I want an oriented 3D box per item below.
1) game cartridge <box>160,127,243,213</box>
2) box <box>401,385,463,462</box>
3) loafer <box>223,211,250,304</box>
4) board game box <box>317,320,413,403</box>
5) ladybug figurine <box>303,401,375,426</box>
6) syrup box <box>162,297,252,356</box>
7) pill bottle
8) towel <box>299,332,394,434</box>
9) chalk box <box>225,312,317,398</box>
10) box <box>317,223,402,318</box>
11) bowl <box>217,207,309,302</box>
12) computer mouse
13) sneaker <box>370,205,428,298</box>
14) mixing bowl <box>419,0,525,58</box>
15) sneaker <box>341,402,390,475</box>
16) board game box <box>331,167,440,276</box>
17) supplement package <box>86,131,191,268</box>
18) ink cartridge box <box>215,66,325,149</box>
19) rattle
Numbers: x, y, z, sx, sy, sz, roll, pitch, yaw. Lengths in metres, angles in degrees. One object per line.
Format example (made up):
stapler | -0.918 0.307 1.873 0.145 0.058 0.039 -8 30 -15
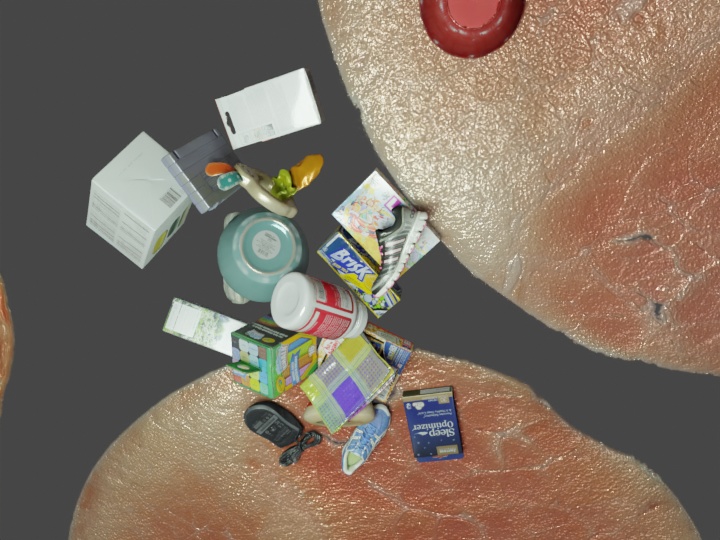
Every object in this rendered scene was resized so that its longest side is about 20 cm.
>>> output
game cartridge | -0.301 -0.200 1.252 0.038 0.201 0.131 -25 106 25
box | 0.175 0.374 1.490 0.119 0.032 0.204 -9 110 11
loafer | -0.280 -0.027 1.385 0.069 0.069 0.205 6 102 37
board game box | 0.001 0.194 1.439 0.197 0.046 0.153 26 112 -2
ladybug figurine | -0.051 0.318 1.455 0.197 0.073 0.135 -15 152 38
syrup box | -0.338 0.132 1.435 0.196 0.081 0.080 20 85 -1
pill bottle | -0.078 0.080 1.289 0.112 0.113 0.198 -46 140 20
towel | -0.031 0.238 1.368 0.200 0.023 0.144 -44 63 10
chalk box | -0.200 0.187 1.367 0.123 0.199 0.127 15 116 33
box | 0.000 0.000 1.356 0.070 0.064 0.200 -39 101 19
bowl | -0.195 -0.040 1.297 0.196 0.105 0.206 2 83 -14
computer mouse | -0.203 0.384 1.543 0.138 0.053 0.200 -38 113 17
sneaker | 0.060 -0.044 1.285 0.086 0.074 0.203 27 101 2
mixing bowl | 0.200 -0.481 1.122 0.196 0.109 0.204 3 112 7
sneaker | 0.014 0.405 1.501 0.075 0.077 0.203 26 111 -1
board game box | 0.054 -0.096 1.328 0.134 0.034 0.200 -42 100 20
supplement package | -0.443 -0.137 1.278 0.150 0.153 0.200 39 147 -7
ink cartridge box | -0.181 -0.325 1.269 0.196 0.050 0.111 -14 109 14
rattle | -0.185 -0.200 1.247 0.142 0.132 0.199 -36 131 28
